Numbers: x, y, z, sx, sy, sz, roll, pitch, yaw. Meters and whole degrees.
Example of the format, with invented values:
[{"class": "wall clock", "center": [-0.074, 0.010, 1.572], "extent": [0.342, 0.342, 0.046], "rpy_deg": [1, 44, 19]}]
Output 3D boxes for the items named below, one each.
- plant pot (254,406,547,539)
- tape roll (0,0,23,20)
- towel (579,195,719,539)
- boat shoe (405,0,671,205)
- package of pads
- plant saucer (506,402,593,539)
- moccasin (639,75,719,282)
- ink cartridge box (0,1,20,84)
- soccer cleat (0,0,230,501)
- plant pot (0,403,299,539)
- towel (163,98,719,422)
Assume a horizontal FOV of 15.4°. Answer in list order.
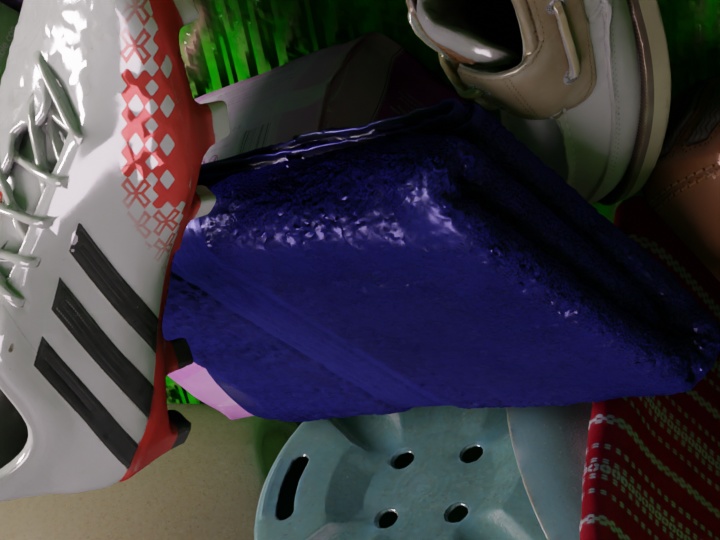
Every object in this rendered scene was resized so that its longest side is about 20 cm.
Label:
[{"class": "plant pot", "center": [0.060, 0.147, 1.086], "extent": [0.199, 0.201, 0.197], "rpy_deg": [4, 139, 34]}, {"class": "tape roll", "center": [-0.163, -0.136, 0.873], "extent": [0.199, 0.085, 0.200], "rpy_deg": [20, 152, 11]}, {"class": "towel", "center": [0.130, 0.079, 0.894], "extent": [0.144, 0.201, 0.022], "rpy_deg": [39, 127, -24]}, {"class": "boat shoe", "center": [0.047, -0.084, 0.781], "extent": [0.075, 0.068, 0.201], "rpy_deg": [51, 161, 35]}, {"class": "package of pads", "center": [-0.025, -0.012, 0.984], "extent": [0.120, 0.076, 0.199], "rpy_deg": [37, 150, -25]}, {"class": "plant saucer", "center": [0.130, 0.094, 0.948], "extent": [0.200, 0.201, 0.027], "rpy_deg": [37, 120, -23]}, {"class": "moccasin", "center": [0.179, 0.008, 0.865], "extent": [0.201, 0.074, 0.078], "rpy_deg": [48, 153, -24]}, {"class": "ink cartridge box", "center": [-0.196, -0.073, 0.844], "extent": [0.199, 0.068, 0.117], "rpy_deg": [31, 153, -13]}, {"class": "soccer cleat", "center": [-0.090, -0.012, 0.767], "extent": [0.069, 0.085, 0.201], "rpy_deg": [47, 143, 39]}, {"class": "plant pot", "center": [-0.070, 0.138, 1.198], "extent": [0.134, 0.201, 0.200], "rpy_deg": [-34, 124, 19]}, {"class": "towel", "center": [0.000, 0.000, 0.853], "extent": [0.199, 0.050, 0.147], "rpy_deg": [-5, 152, 43]}]
